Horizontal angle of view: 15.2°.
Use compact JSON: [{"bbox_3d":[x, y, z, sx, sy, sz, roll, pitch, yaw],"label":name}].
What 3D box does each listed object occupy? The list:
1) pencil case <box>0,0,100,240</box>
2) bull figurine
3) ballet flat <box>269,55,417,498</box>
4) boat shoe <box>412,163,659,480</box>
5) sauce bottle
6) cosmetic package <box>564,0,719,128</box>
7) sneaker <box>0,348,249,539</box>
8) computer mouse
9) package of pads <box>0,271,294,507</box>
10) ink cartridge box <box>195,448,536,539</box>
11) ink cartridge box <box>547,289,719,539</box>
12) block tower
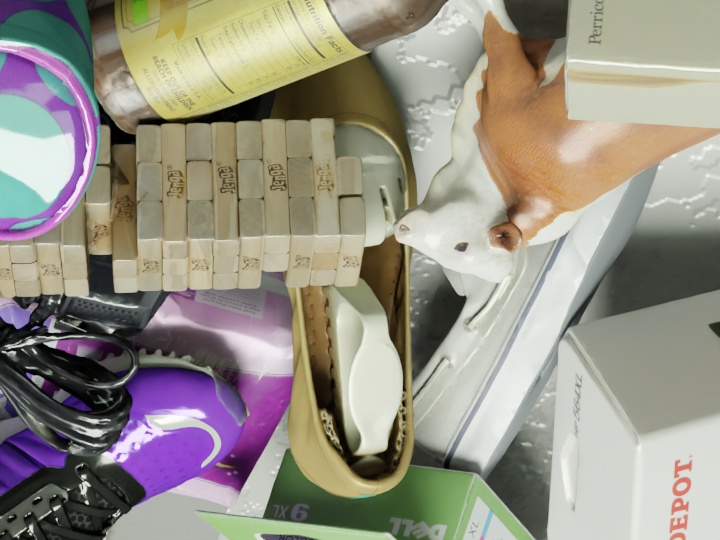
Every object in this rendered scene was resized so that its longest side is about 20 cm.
[{"bbox_3d":[-0.149,-0.095,1.046,0.085,0.200,0.092,30,114,-25],"label":"pencil case"},{"bbox_3d":[0.093,-0.080,1.108,0.199,0.065,0.122,-26,93,16],"label":"bull figurine"},{"bbox_3d":[0.000,0.000,1.152,0.068,0.063,0.201,-8,99,-17],"label":"ballet flat"},{"bbox_3d":[0.069,0.000,1.200,0.070,0.071,0.200,32,119,10],"label":"boat shoe"},{"bbox_3d":[-0.014,-0.113,1.062,0.199,0.065,0.065,-20,125,20],"label":"sauce bottle"},{"bbox_3d":[0.178,-0.107,1.005,0.199,0.106,0.071,2,165,6],"label":"cosmetic package"},{"bbox_3d":[-0.137,0.108,1.175,0.199,0.100,0.070,-21,131,22],"label":"sneaker"},{"bbox_3d":[-0.112,-0.035,1.148,0.138,0.053,0.200,35,87,-1],"label":"computer mouse"},{"bbox_3d":[-0.127,0.028,1.224,0.199,0.076,0.121,16,130,-11],"label":"package of pads"},{"bbox_3d":[0.019,0.132,1.250,0.103,0.060,0.200,5,155,31],"label":"ink cartridge box"},{"bbox_3d":[0.193,0.081,1.208,0.199,0.084,0.146,-14,131,-15],"label":"ink cartridge box"},{"bbox_3d":[-0.100,-0.024,1.087,0.199,0.054,0.058,-1,156,-5],"label":"block tower"}]
